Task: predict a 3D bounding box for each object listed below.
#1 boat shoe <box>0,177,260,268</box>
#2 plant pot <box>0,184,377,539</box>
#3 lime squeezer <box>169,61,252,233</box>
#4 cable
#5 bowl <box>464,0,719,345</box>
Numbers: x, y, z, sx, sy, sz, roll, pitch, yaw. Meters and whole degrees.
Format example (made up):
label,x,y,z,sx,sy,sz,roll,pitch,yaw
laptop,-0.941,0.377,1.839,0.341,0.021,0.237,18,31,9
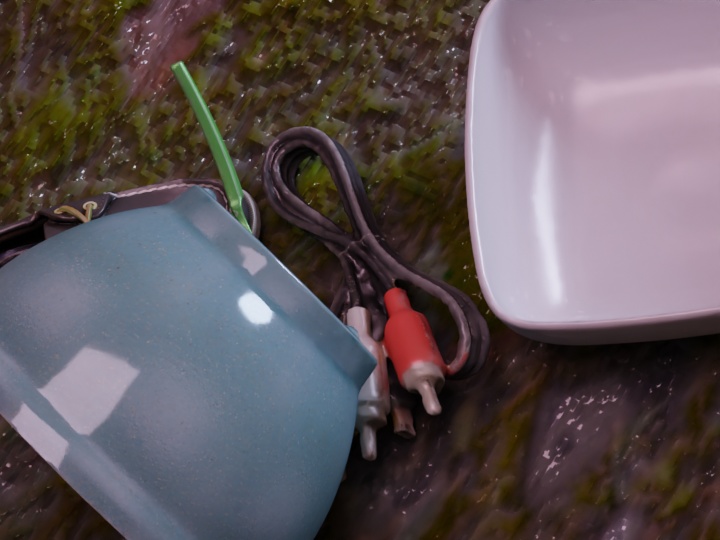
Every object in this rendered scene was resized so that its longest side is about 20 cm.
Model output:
label,x,y,z,sx,sy,sz,roll,pitch,yaw
boat shoe,-0.148,0.002,1.396,0.201,0.061,0.072,-24,59,6
plant pot,-0.078,0.047,1.263,0.134,0.200,0.200,-46,59,-3
lime squeezer,-0.072,0.001,1.368,0.071,0.038,0.200,9,94,13
cable,0.000,0.000,1.345,0.097,0.050,0.200,-34,58,27
bowl,0.154,-0.054,1.314,0.200,0.075,0.200,-7,63,15
